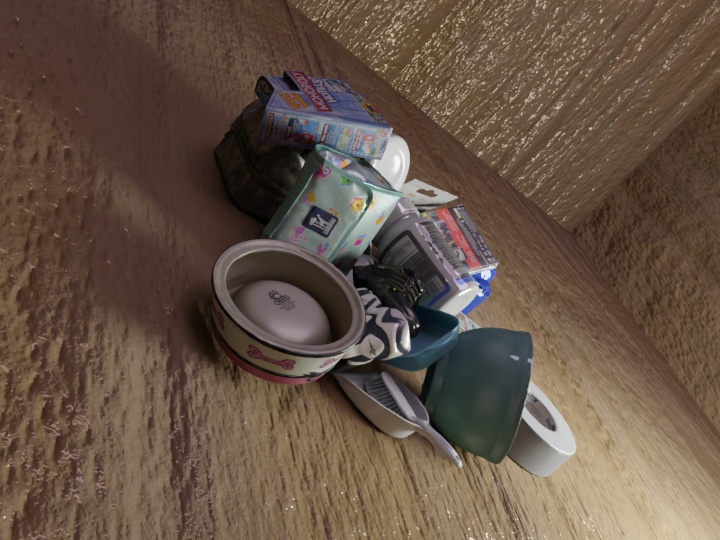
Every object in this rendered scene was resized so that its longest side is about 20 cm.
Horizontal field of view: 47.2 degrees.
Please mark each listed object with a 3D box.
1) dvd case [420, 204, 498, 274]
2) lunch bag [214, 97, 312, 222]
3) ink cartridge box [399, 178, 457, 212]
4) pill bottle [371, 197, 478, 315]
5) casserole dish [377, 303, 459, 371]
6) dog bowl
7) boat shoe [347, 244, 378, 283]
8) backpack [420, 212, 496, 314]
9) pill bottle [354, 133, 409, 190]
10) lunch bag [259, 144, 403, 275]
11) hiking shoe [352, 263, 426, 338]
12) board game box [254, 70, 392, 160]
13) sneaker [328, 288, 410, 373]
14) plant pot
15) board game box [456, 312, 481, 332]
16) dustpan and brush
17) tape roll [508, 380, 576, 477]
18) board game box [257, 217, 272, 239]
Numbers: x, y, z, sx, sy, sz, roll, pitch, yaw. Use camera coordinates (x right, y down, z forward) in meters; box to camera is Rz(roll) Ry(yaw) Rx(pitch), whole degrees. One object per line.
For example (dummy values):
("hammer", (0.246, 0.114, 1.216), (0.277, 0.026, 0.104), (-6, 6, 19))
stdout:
("dvd case", (0.135, -0.045, 1.498), (0.197, 0.022, 0.147), (-12, 58, -26))
("lunch bag", (-0.140, -0.199, 1.383), (0.139, 0.168, 0.201), (29, 23, -37))
("ink cartridge box", (0.058, -0.136, 1.544), (0.160, 0.198, 0.051), (12, 61, -53))
("pill bottle", (0.098, -0.016, 1.378), (0.201, 0.114, 0.113), (56, 22, 18))
("casserole dish", (0.065, 0.098, 1.221), (0.199, 0.120, 0.039), (17, -49, 54))
("dog bowl", (-0.096, 0.054, 1.013), (0.197, 0.074, 0.201), (18, 36, -13))
("boat shoe", (0.000, 0.000, 1.391), (0.073, 0.068, 0.201), (59, 10, -21))
("backpack", (0.155, -0.011, 1.609), (0.199, 0.162, 0.169), (30, 26, -37))
("pill bottle", (-0.019, -0.204, 1.447), (0.199, 0.114, 0.112), (25, 5, 38))
("lunch bag", (-0.050, -0.086, 1.217), (0.122, 0.171, 0.199), (43, 16, 22))
("hiking shoe", (0.058, 0.033, 1.225), (0.200, 0.099, 0.077), (-129, -153, -58))
("board game box", (-0.083, -0.253, 1.288), (0.197, 0.062, 0.201), (-4, 42, -31))
("sneaker", (-0.029, 0.085, 1.146), (0.128, 0.081, 0.199), (-13, 22, -23))
("plant pot", (0.164, 0.174, 1.239), (0.132, 0.203, 0.201), (15, 21, 0))
("board game box", (0.141, 0.106, 1.487), (0.199, 0.064, 0.148), (38, 21, -15))
("dustpan and brush", (0.063, 0.200, 1.131), (0.201, 0.057, 0.139), (54, 21, 25))
("tape roll", (0.289, 0.263, 1.459), (0.199, 0.066, 0.201), (39, 19, -16))
("board game box", (-0.105, -0.001, 1.247), (0.135, 0.035, 0.200), (40, 19, -11))
